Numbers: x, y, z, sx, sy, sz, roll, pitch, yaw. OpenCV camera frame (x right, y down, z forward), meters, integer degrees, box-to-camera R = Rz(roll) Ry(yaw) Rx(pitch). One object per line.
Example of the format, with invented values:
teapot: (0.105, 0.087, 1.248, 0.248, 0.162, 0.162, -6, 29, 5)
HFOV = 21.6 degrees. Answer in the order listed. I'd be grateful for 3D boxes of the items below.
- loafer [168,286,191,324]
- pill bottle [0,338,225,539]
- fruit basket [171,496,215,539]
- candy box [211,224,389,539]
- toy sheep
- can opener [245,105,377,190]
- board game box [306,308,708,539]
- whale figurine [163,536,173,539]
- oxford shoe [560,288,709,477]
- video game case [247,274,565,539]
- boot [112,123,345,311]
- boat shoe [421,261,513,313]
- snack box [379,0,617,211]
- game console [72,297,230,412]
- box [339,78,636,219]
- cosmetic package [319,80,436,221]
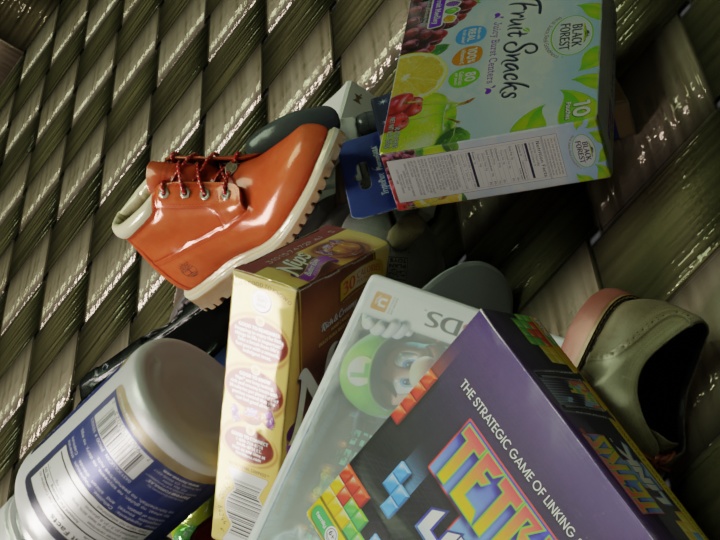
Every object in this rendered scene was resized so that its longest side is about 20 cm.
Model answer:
loafer: (-0.106, -0.007, 1.510, 0.200, 0.073, 0.071, 115, 160, -47)
pill bottle: (-0.174, 0.147, 1.338, 0.200, 0.111, 0.111, -42, 27, 28)
fruit basket: (-0.104, 0.185, 1.421, 0.185, 0.094, 0.200, -38, 34, 44)
candy box: (-0.040, 0.081, 1.267, 0.117, 0.056, 0.200, -28, -52, -54)
toy sheep: (0.000, 0.000, 1.372, 0.200, 0.138, 0.138, 125, 165, -62)
can opener: (0.015, -0.100, 1.397, 0.067, 0.200, 0.053, 72, -176, -73)
board game box: (0.080, 0.147, 0.982, 0.165, 0.057, 0.200, -52, 54, 23)
whale figurine: (-0.170, 0.292, 1.355, 0.159, 0.104, 0.200, -30, 57, 49)
oxford shoe: (0.132, 0.106, 1.031, 0.075, 0.070, 0.200, 9, 78, 48)
video game case: (0.045, 0.117, 1.119, 0.182, 0.023, 0.200, 19, 77, 27)
boot: (-0.097, -0.055, 1.354, 0.200, 0.107, 0.075, -39, 21, 37)
boat shoe: (0.028, 0.077, 1.266, 0.200, 0.074, 0.065, -51, 11, -21)
snack box: (0.096, -0.125, 1.250, 0.142, 0.053, 0.200, -8, 36, 14)
game console: (-0.127, 0.094, 1.472, 0.200, 0.176, 0.116, -33, 48, 27)
box: (0.080, -0.102, 1.306, 0.200, 0.032, 0.121, -19, 31, 4)
cosmetic package: (-0.030, -0.055, 1.540, 0.200, 0.108, 0.085, -38, 29, 47)
